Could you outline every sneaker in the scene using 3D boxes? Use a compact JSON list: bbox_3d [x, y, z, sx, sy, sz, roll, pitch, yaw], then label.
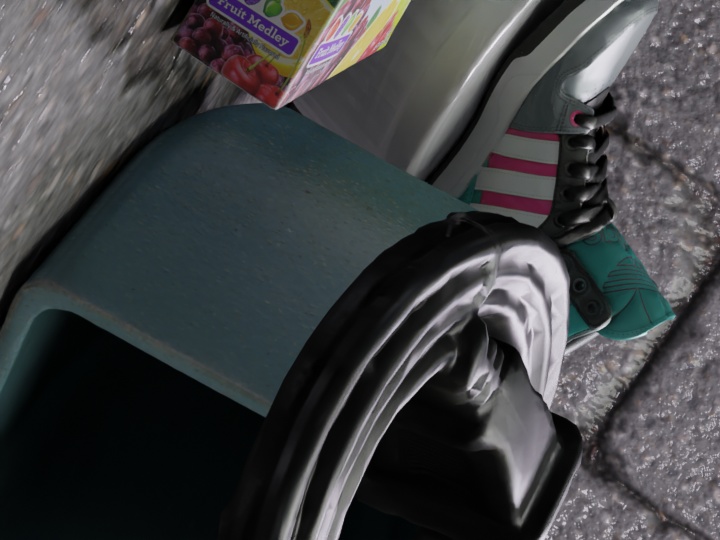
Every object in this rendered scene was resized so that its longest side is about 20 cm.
[{"bbox_3d":[0.098,-0.027,1.315,0.200,0.121,0.084,-56,164,27],"label":"sneaker"}]

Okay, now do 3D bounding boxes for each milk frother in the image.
[{"bbox_3d":[-0.091,0.051,0.440,0.200,0.188,0.181,-55,177,-35],"label":"milk frother"}]

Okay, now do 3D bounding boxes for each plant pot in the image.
[{"bbox_3d":[-0.039,0.047,1.216,0.196,0.196,0.200,-60,-178,44],"label":"plant pot"}]

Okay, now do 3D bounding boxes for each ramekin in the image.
[{"bbox_3d":[0.050,-0.120,1.372,0.202,0.094,0.202,-45,165,-15],"label":"ramekin"}]

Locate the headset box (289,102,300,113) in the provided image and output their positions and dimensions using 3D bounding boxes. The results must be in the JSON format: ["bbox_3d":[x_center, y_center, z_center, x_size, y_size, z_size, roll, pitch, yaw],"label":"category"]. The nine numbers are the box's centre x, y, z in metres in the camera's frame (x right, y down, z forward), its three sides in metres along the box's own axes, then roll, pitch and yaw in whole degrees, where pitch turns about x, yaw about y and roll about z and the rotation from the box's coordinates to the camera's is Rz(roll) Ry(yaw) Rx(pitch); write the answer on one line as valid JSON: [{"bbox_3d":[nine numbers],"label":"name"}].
[{"bbox_3d":[0.000,0.000,1.569,0.200,0.149,0.077,-57,177,20],"label":"headset box"}]

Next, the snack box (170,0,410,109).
[{"bbox_3d":[0.006,-0.145,1.142,0.142,0.053,0.200,-59,176,16],"label":"snack box"}]
